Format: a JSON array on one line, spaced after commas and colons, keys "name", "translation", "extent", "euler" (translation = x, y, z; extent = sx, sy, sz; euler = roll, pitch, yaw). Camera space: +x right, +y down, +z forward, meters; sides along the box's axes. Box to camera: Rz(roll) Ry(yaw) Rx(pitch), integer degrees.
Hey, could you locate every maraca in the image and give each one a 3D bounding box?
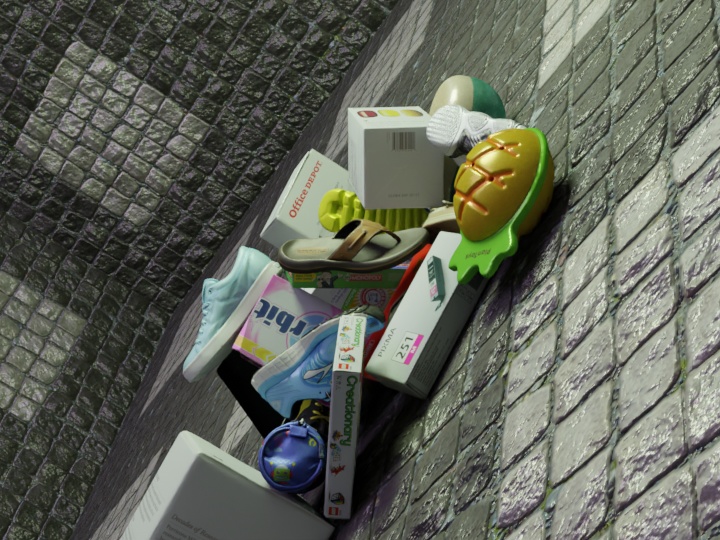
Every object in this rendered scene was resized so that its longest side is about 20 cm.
[{"name": "maraca", "translation": [0.157, -0.076, 1.431], "extent": [0.137, 0.106, 0.202], "euler": [-21, 44, 57]}]

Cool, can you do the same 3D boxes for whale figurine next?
[{"name": "whale figurine", "translation": [0.149, -0.173, 1.785], "extent": [0.159, 0.102, 0.203], "euler": [-147, 65, -78]}]

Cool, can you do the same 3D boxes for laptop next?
[{"name": "laptop", "translation": [-0.162, 0.211, 1.827], "extent": [0.188, 0.115, 0.202], "euler": [-61, -6, -66]}]

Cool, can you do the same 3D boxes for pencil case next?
[{"name": "pencil case", "translation": [-0.077, 0.228, 1.536], "extent": [0.200, 0.077, 0.088], "euler": [82, -154, -80]}]

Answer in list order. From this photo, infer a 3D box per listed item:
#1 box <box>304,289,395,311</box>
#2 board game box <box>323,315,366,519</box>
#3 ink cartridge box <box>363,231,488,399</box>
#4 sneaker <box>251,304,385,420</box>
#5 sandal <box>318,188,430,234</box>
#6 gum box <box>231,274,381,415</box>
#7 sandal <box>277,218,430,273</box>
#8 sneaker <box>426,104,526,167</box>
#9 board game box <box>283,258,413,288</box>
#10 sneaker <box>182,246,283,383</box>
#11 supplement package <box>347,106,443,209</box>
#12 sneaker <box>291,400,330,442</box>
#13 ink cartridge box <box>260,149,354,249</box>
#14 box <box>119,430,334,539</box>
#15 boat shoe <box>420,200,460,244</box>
[{"name": "box", "translation": [-0.036, 0.057, 1.861], "extent": [0.201, 0.112, 0.102], "euler": [-54, 11, 18]}, {"name": "board game box", "translation": [-0.018, 0.172, 1.473], "extent": [0.127, 0.034, 0.203], "euler": [-84, -2, -63]}, {"name": "ink cartridge box", "translation": [0.066, 0.046, 1.535], "extent": [0.173, 0.043, 0.202], "euler": [11, 69, 57]}, {"name": "sneaker", "translation": [-0.039, 0.116, 1.568], "extent": [0.199, 0.090, 0.078], "euler": [-38, -6, 23]}, {"name": "sandal", "translation": [0.040, -0.074, 1.805], "extent": [0.087, 0.198, 0.081], "euler": [4, -77, -57]}, {"name": "gum box", "translation": [-0.064, 0.100, 1.659], "extent": [0.114, 0.198, 0.066], "euler": [-59, -21, -10]}, {"name": "sandal", "translation": [-0.012, -0.038, 1.589], "extent": [0.082, 0.197, 0.055], "euler": [-67, -29, -57]}, {"name": "sneaker", "translation": [0.180, -0.142, 1.589], "extent": [0.199, 0.115, 0.076], "euler": [31, 88, 44]}, {"name": "board game box", "translation": [0.000, 0.000, 1.690], "extent": [0.135, 0.197, 0.030], "euler": [-139, 50, -78]}, {"name": "sneaker", "translation": [-0.191, 0.056, 1.709], "extent": [0.201, 0.082, 0.074], "euler": [-54, -9, -11]}, {"name": "supplement package", "translation": [0.045, -0.161, 1.746], "extent": [0.200, 0.112, 0.111], "euler": [-117, 26, -73]}, {"name": "sneaker", "translation": [-0.053, 0.197, 1.716], "extent": [0.084, 0.074, 0.202], "euler": [-6, 62, 68]}, {"name": "ink cartridge box", "translation": [-0.037, -0.072, 1.971], "extent": [0.084, 0.199, 0.147], "euler": [-39, 22, 58]}, {"name": "box", "translation": [-0.169, 0.325, 1.536], "extent": [0.173, 0.199, 0.199], "euler": [-61, 12, -7]}, {"name": "boat shoe", "translation": [0.116, -0.061, 1.636], "extent": [0.063, 0.073, 0.200], "euler": [-64, 12, -14]}]
